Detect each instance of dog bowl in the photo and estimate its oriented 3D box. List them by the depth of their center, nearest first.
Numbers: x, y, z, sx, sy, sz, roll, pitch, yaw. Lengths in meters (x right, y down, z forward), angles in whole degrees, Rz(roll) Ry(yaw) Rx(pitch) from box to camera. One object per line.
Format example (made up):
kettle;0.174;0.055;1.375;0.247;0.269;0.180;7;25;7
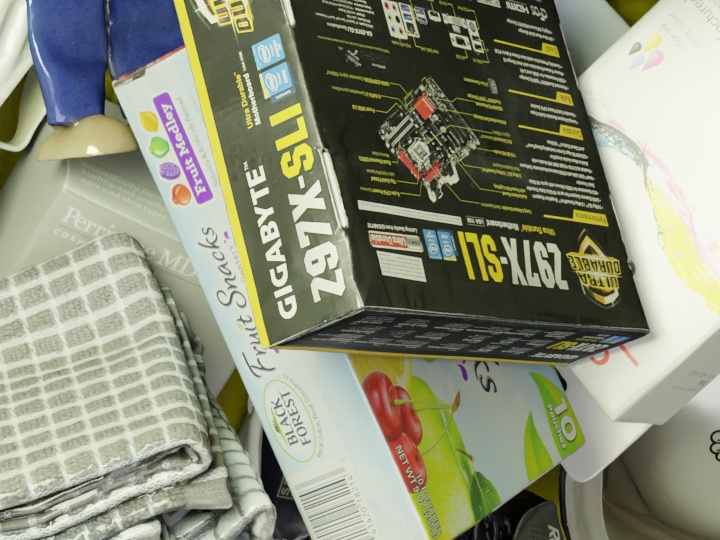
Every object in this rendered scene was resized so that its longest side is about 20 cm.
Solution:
dog bowl;0.177;0.069;1.215;0.199;0.074;0.201;-4;118;-8

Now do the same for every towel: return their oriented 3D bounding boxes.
towel;-0.141;0.074;0.991;0.199;0.166;0.086;-20;114;-5

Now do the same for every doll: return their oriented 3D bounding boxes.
doll;-0.097;-0.146;1.040;0.136;0.048;0.202;-12;97;-47

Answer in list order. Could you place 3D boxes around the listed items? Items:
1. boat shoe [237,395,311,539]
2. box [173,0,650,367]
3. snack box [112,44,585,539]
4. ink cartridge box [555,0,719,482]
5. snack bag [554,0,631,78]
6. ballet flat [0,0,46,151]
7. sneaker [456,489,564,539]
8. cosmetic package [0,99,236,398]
boat shoe;-0.015;0.043;1.151;0.071;0.066;0.201;12;117;-15
box;0.020;-0.049;1.003;0.049;0.161;0.199;-22;165;32
snack box;0.000;0.000;1.039;0.053;0.142;0.201;-22;92;30
ink cartridge box;0.118;-0.019;1.107;0.200;0.067;0.117;-44;71;14
snack bag;0.030;-0.064;1.149;0.188;0.021;0.200;-42;118;13
ballet flat;-0.161;-0.051;1.067;0.069;0.069;0.201;36;79;-24
sneaker;0.043;0.109;1.144;0.090;0.200;0.067;18;84;15
cosmetic package;-0.120;0.036;1.127;0.106;0.090;0.201;22;121;-19
